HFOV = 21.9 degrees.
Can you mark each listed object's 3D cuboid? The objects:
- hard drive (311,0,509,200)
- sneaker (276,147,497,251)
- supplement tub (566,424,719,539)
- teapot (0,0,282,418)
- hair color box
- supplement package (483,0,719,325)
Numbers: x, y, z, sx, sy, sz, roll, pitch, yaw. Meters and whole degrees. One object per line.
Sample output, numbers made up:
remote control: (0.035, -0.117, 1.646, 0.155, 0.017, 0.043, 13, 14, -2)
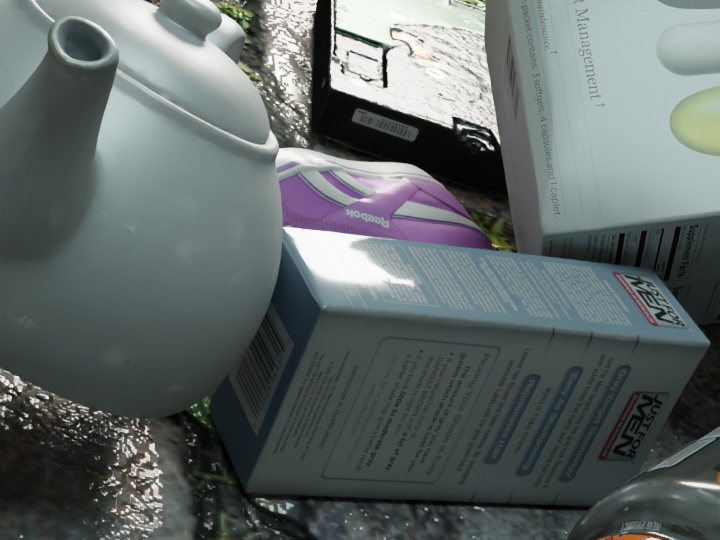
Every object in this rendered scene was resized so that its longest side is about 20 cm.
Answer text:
hard drive: (0.039, -0.122, 1.157, 0.139, 0.038, 0.200, 17, 31, -12)
sneaker: (0.000, -0.001, 0.899, 0.200, 0.073, 0.114, -8, 45, -44)
supplement tub: (0.158, 0.127, 0.752, 0.122, 0.123, 0.200, 38, 32, 23)
teapot: (-0.101, -0.048, 0.736, 0.197, 0.146, 0.200, 25, 13, -42)
hair color box: (0.044, 0.046, 0.823, 0.199, 0.099, 0.061, 6, 32, -29)
supplement package: (0.173, -0.085, 0.940, 0.199, 0.147, 0.192, -7, 67, 0)
